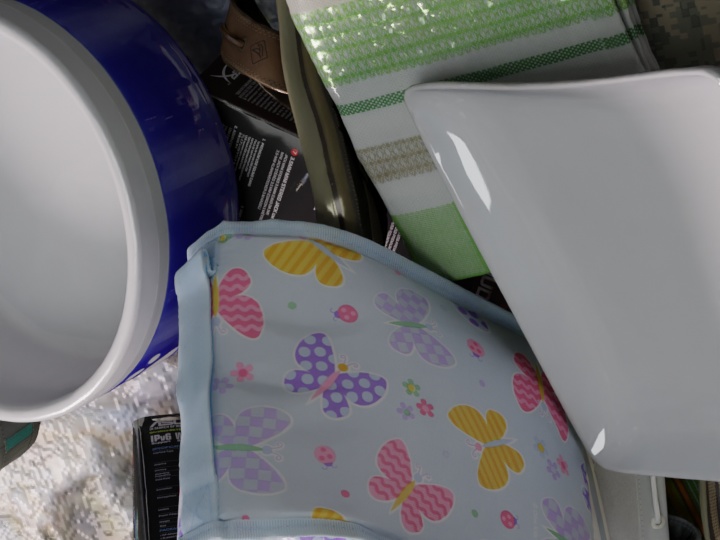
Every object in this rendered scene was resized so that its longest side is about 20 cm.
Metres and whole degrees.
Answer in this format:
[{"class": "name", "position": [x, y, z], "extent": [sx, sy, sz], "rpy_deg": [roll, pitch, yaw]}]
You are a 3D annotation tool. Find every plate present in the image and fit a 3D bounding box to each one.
[{"class": "plate", "position": [0.126, 0.000, 1.205], "extent": [0.199, 0.032, 0.201], "rpy_deg": [0, 124, 54]}]

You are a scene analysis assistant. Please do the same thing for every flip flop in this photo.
[{"class": "flip flop", "position": [-0.032, -0.091, 1.339], "extent": [0.057, 0.081, 0.201], "rpy_deg": [-17, 72, 17]}]

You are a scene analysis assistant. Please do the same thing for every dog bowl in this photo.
[{"class": "dog bowl", "position": [-0.156, -0.036, 1.392], "extent": [0.199, 0.079, 0.201], "rpy_deg": [14, 115, 33]}]

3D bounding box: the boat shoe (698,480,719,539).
[{"class": "boat shoe", "position": [0.192, 0.101, 1.375], "extent": [0.074, 0.073, 0.201], "rpy_deg": [-21, 105, -1]}]

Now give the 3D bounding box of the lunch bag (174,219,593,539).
[{"class": "lunch bag", "position": [-0.002, 0.086, 1.277], "extent": [0.199, 0.170, 0.127], "rpy_deg": [29, 130, -35]}]

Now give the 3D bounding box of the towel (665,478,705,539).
[{"class": "towel", "position": [0.126, 0.134, 1.469], "extent": [0.199, 0.018, 0.086], "rpy_deg": [-23, 104, 29]}]

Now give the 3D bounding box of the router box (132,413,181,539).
[{"class": "router box", "position": [-0.082, 0.195, 1.498], "extent": [0.062, 0.150, 0.201], "rpy_deg": [-1, 117, -7]}]

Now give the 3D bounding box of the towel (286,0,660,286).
[{"class": "towel", "position": [0.052, -0.093, 1.253], "extent": [0.148, 0.031, 0.201], "rpy_deg": [-11, 118, 30]}]

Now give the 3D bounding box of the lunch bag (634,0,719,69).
[{"class": "lunch bag", "position": [0.081, -0.139, 1.296], "extent": [0.199, 0.118, 0.165], "rpy_deg": [-6, 114, 19]}]

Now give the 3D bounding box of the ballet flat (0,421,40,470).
[{"class": "ballet flat", "position": [-0.266, 0.080, 1.571], "extent": [0.199, 0.064, 0.068], "rpy_deg": [0, 114, 22]}]

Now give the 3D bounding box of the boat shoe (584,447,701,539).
[{"class": "boat shoe", "position": [0.131, 0.138, 1.424], "extent": [0.068, 0.072, 0.201], "rpy_deg": [-19, 122, -3]}]

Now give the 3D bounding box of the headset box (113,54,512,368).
[{"class": "headset box", "position": [0.000, 0.000, 1.419], "extent": [0.199, 0.077, 0.149], "rpy_deg": [24, 121, 9]}]
